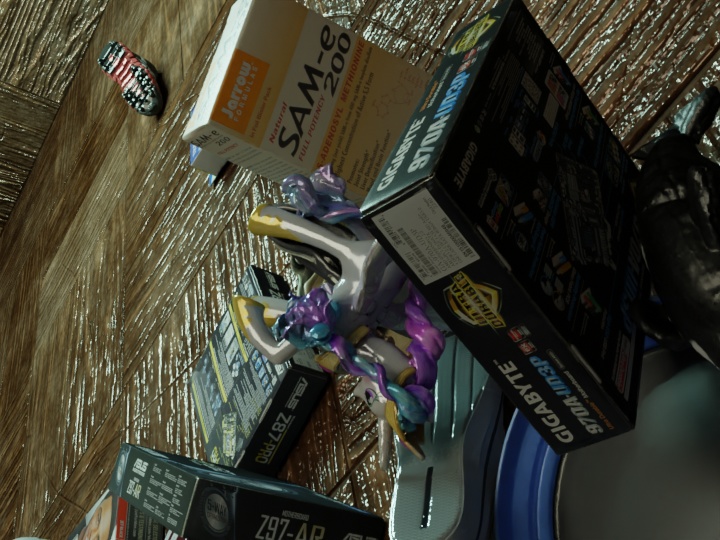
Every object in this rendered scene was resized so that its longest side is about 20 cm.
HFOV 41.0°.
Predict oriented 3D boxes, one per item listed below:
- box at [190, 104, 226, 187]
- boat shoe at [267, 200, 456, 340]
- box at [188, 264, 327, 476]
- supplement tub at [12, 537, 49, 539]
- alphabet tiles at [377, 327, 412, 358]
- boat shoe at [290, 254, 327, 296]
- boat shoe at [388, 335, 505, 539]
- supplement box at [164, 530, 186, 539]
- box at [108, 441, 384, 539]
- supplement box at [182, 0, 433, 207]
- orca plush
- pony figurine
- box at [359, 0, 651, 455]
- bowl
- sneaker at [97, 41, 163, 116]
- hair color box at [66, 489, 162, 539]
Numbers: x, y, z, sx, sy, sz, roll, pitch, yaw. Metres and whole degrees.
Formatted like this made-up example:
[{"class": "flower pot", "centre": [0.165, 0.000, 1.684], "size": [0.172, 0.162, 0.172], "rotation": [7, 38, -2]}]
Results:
[{"class": "box", "centre": [-0.178, -0.224, 1.311], "size": [0.200, 0.048, 0.122], "rotation": [-48, 34, 35]}, {"class": "boat shoe", "centre": [0.000, 0.000, 0.744], "size": [0.200, 0.063, 0.073], "rotation": [34, 111, 34]}, {"class": "box", "centre": [-0.110, 0.111, 0.970], "size": [0.162, 0.049, 0.200], "rotation": [-60, 29, 17]}, {"class": "supplement tub", "centre": [-0.236, 0.299, 0.784], "size": [0.145, 0.199, 0.145], "rotation": [-38, 43, 46]}, {"class": "alphabet tiles", "centre": [0.062, -0.012, 0.779], "size": [0.200, 0.006, 0.167], "rotation": [-50, 34, 34]}, {"class": "boat shoe", "centre": [-0.025, -0.022, 0.866], "size": [0.075, 0.068, 0.200], "rotation": [-60, 22, 31]}, {"class": "boat shoe", "centre": [0.058, 0.125, 0.625], "size": [0.073, 0.067, 0.200], "rotation": [-13, 31, 26]}, {"class": "supplement box", "centre": [-0.143, 0.326, 0.880], "size": [0.109, 0.061, 0.200], "rotation": [-64, 27, 13]}, {"class": "box", "centre": [-0.099, 0.189, 0.779], "size": [0.200, 0.160, 0.044], "rotation": [-4, 69, 61]}, {"class": "supplement box", "centre": [-0.029, -0.130, 0.800], "size": [0.073, 0.199, 0.126], "rotation": [-5, 66, 64]}, {"class": "orca plush", "centre": [0.179, -0.030, 0.465], "size": [0.105, 0.071, 0.200], "rotation": [-6, 46, 19]}, {"class": "pony figurine", "centre": [0.012, 0.007, 0.638], "size": [0.200, 0.166, 0.193], "rotation": [33, 91, 38]}, {"class": "box", "centre": [0.091, -0.033, 0.499], "size": [0.046, 0.159, 0.200], "rotation": [-27, 24, 35]}, {"class": "bowl", "centre": [0.148, 0.115, 0.504], "size": [0.201, 0.039, 0.201], "rotation": [-39, 41, 45]}, {"class": "sneaker", "centre": [-0.404, -0.346, 1.779], "size": [0.071, 0.098, 0.201], "rotation": [-50, 55, 13]}, {"class": "hair color box", "centre": [-0.306, 0.340, 1.168], "size": [0.200, 0.061, 0.102], "rotation": [-48, 34, 36]}]
